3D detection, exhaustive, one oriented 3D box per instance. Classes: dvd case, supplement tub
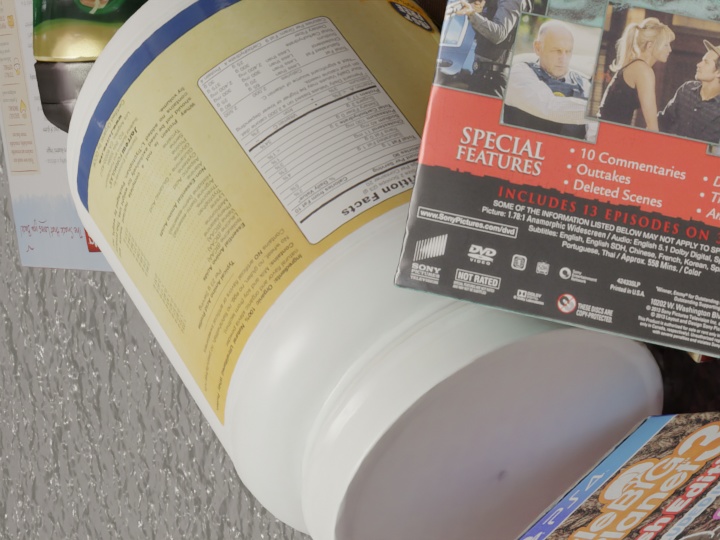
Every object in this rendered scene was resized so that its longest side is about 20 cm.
[{"bbox_3d":[0.097,-0.078,0.843,0.022,0.145,0.201,-35,-44,-76],"label":"dvd case"},{"bbox_3d":[0.000,0.000,0.974,0.200,0.144,0.145,55,144,37],"label":"supplement tub"}]

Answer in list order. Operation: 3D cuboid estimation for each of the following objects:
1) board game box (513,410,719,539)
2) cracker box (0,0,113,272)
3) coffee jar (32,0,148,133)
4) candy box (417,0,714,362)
[{"bbox_3d":[0.148,0.129,0.837,0.160,0.097,0.200,56,154,-13],"label":"board game box"},{"bbox_3d":[-0.125,-0.101,1.349,0.134,0.057,0.201,4,103,62],"label":"cracker box"},{"bbox_3d":[-0.097,-0.156,1.222,0.104,0.085,0.201,-37,-56,-73],"label":"coffee jar"},{"bbox_3d":[0.094,-0.080,0.959,0.200,0.055,0.116,54,145,36],"label":"candy box"}]
